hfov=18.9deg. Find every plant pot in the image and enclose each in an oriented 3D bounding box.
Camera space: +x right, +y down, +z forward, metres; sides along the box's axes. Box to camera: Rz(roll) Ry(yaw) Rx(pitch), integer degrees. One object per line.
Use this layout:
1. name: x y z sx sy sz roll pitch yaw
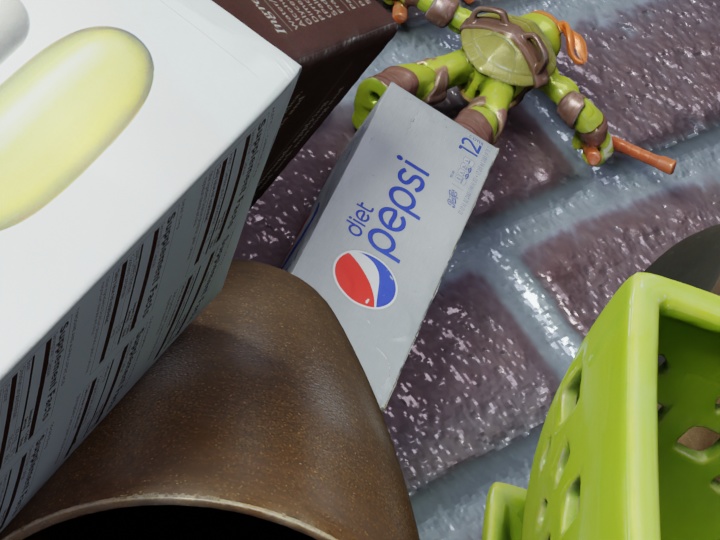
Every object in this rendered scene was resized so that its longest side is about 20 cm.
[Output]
1. plant pot: -0.059 0.091 0.863 0.186 0.187 0.200 23 35 -14
2. plant pot: 0.154 0.153 0.929 0.199 0.182 0.200 21 45 -16

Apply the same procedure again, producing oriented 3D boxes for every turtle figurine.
1. turtle figurine: 0.078 -0.101 1.178 0.200 0.064 0.161 42 44 5

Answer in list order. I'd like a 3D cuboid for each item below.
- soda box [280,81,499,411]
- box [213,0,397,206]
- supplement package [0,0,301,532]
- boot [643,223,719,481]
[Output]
1. soda box: 0.000 0.000 1.043 0.068 0.064 0.200 31 44 -6
2. box: -0.122 -0.091 0.935 0.164 0.166 0.200 47 28 8
3. supplement package: -0.161 -0.023 0.717 0.191 0.147 0.200 36 55 7
4. boot: 0.165 0.059 1.111 0.075 0.073 0.200 44 45 -20
